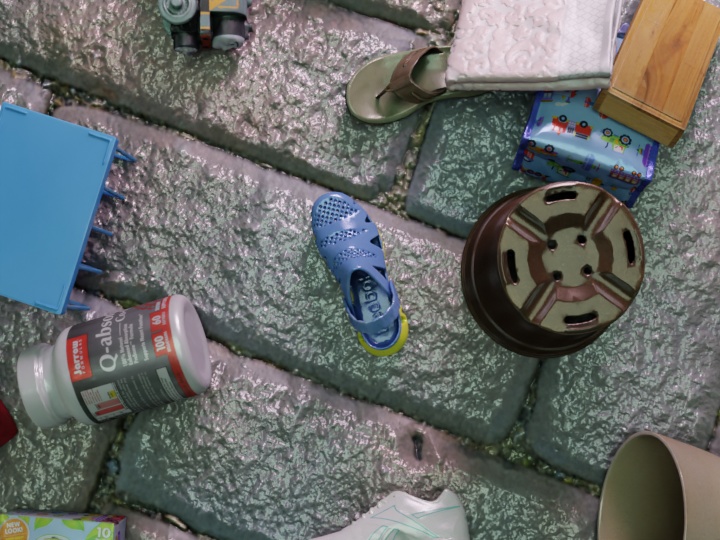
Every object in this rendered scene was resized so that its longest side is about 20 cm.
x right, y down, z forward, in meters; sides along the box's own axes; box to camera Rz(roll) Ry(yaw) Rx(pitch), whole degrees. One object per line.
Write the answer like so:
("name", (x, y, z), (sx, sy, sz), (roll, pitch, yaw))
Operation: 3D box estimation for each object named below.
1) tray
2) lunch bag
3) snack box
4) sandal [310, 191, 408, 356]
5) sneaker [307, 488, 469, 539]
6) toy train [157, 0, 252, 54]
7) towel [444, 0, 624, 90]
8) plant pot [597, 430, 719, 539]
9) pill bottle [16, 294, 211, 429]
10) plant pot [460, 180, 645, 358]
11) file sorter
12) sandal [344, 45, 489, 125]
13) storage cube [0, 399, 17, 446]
("tray", (0.342, -0.240, 1.056), (0.097, 0.037, 0.202), (27, 61, 5))
("lunch bag", (0.278, -0.199, 1.083), (0.148, 0.094, 0.204), (19, 76, 6))
("snack box", (-0.353, 0.387, 1.086), (0.139, 0.053, 0.205), (3, 86, 3))
("sandal", (0.000, 0.000, 1.079), (0.078, 0.087, 0.203), (-27, 83, 3))
("sneaker", (0.028, 0.299, 1.071), (0.196, 0.071, 0.082), (-7, 70, 0))
("toy train", (-0.184, -0.361, 1.121), (0.111, 0.085, 0.205), (-1, 86, -6))
("towel", (0.200, -0.289, 1.056), (0.187, 0.032, 0.203), (4, 61, 21))
("plant pot", (0.385, 0.285, 1.002), (0.196, 0.187, 0.192), (12, 86, -10))
("pill bottle", (-0.279, 0.109, 1.071), (0.196, 0.116, 0.118), (-17, 85, 2))
("plant pot", (0.213, -0.005, 1.010), (0.195, 0.198, 0.205), (0, 86, 2))
("file sorter", (-0.358, -0.064, 1.085), (0.136, 0.123, 0.204), (17, 86, 5))
("sandal", (0.075, -0.232, 1.104), (0.197, 0.057, 0.082), (-16, 85, 2))
("storage cube", (-0.531, 0.167, 1.050), (0.198, 0.180, 0.173), (-32, 85, -1))
